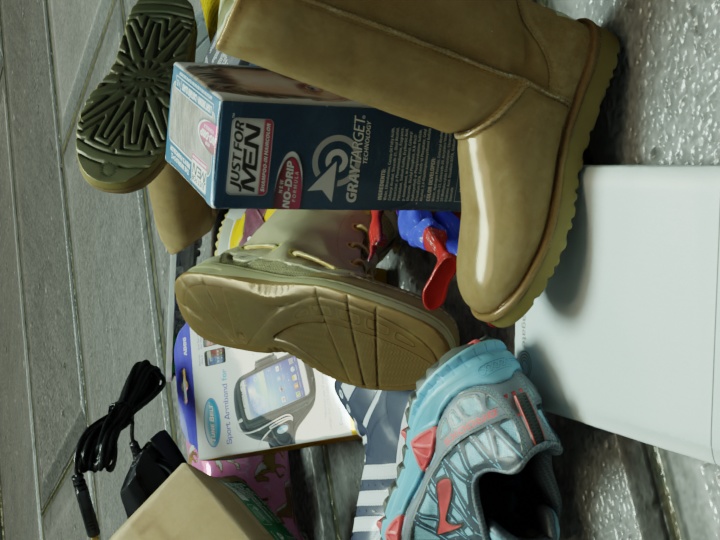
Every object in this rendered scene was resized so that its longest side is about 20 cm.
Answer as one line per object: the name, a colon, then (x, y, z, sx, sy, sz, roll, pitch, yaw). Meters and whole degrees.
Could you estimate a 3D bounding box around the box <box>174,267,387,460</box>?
box: (-0.061, 0.074, 1.044, 0.199, 0.041, 0.120, -15, 76, 41)

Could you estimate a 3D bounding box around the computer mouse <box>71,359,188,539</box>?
computer mouse: (-0.160, 0.182, 1.063, 0.141, 0.046, 0.202, -56, -36, -59)

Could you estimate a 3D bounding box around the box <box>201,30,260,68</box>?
box: (-0.012, -0.131, 0.870, 0.200, 0.160, 0.050, 130, 134, -57)

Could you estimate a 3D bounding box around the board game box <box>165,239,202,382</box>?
board game box: (-0.155, -0.019, 1.307, 0.200, 0.026, 0.202, -98, 12, -78)

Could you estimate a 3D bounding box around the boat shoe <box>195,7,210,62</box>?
boat shoe: (-0.134, -0.174, 1.181, 0.072, 0.200, 0.062, 35, 151, 17)

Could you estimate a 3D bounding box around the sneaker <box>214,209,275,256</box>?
sneaker: (-0.052, -0.073, 1.103, 0.089, 0.075, 0.202, -13, 57, 29)

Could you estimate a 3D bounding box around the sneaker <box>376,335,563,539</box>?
sneaker: (0.066, 0.136, 0.784, 0.096, 0.079, 0.201, 49, 151, 36)

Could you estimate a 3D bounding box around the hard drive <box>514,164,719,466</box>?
hard drive: (0.135, 0.015, 0.692, 0.200, 0.026, 0.133, -170, 80, -68)

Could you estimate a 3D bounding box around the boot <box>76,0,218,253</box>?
boot: (-0.144, -0.077, 1.037, 0.201, 0.066, 0.176, 89, -165, -56)

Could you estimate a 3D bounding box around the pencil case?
pencil case: (-0.100, 0.159, 1.183, 0.082, 0.086, 0.202, -26, 63, 37)

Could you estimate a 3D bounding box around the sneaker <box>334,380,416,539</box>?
sneaker: (0.019, 0.136, 0.916, 0.109, 0.070, 0.201, 46, 125, 52)

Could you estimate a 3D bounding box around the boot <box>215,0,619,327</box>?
boot: (0.017, -0.084, 0.699, 0.066, 0.199, 0.177, 0, 72, 66)

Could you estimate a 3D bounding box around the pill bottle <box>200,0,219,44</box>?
pill bottle: (-0.065, -0.208, 1.059, 0.113, 0.112, 0.201, 119, 144, -50)

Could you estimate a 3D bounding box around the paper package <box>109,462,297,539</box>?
paper package: (-0.103, 0.269, 0.975, 0.200, 0.191, 0.103, 44, -179, 21)

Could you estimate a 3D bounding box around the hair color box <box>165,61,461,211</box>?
hair color box: (-0.001, -0.075, 0.794, 0.100, 0.198, 0.061, -140, 53, -61)

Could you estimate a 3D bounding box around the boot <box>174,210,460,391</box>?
boot: (0.000, 0.000, 0.909, 0.199, 0.155, 0.073, 9, 125, 32)

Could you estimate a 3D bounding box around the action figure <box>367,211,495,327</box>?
action figure: (0.039, -0.029, 0.856, 0.200, 0.065, 0.052, -111, 35, -60)
